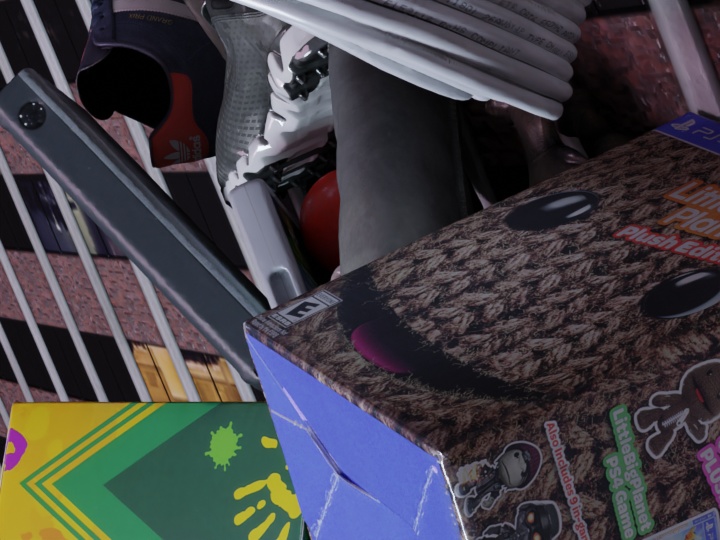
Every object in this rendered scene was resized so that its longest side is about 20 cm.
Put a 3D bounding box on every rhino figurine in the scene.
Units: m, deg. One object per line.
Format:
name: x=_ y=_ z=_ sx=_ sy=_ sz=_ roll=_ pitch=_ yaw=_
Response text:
rhino figurine: x=0.095 y=0.013 z=1.190 sx=0.088 sy=0.059 sz=0.201 roll=54 pitch=161 yaw=40

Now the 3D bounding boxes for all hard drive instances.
hard drive: x=-0.099 y=-0.013 z=1.502 sx=0.200 sy=0.033 sz=0.140 roll=46 pitch=180 yaw=11

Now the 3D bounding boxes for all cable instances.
cable: x=-0.012 y=-0.117 z=1.015 sx=0.199 sy=0.070 sz=0.200 roll=23 pitch=-175 yaw=-14

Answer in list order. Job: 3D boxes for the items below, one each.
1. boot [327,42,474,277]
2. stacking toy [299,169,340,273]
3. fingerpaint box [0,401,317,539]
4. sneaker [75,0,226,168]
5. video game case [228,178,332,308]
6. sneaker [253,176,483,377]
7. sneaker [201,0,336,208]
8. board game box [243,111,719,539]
boot: x=0.004 y=-0.067 z=1.150 sx=0.182 sy=0.072 sz=0.201 roll=53 pitch=-148 yaw=-39
stacking toy: x=0.028 y=0.035 z=1.384 sx=0.201 sy=0.085 sz=0.086 roll=63 pitch=162 yaw=22
fingerpaint box: x=-0.023 y=0.107 z=1.200 sx=0.166 sy=0.199 sz=0.074 roll=-2 pitch=76 yaw=38
sneaker: x=-0.126 y=-0.132 z=1.566 sx=0.200 sy=0.084 sz=0.075 roll=51 pitch=158 yaw=36
video game case: x=-0.004 y=0.066 z=1.437 sx=0.200 sy=0.022 sz=0.183 roll=53 pitch=-165 yaw=-70
sneaker: x=0.000 y=0.000 z=1.267 sx=0.201 sy=0.115 sz=0.076 roll=-103 pitch=-12 yaw=-55
sneaker: x=-0.040 y=-0.102 z=1.409 sx=0.091 sy=0.066 sz=0.200 roll=62 pitch=158 yaw=17
board game box: x=0.087 y=0.040 z=1.021 sx=0.159 sy=0.199 sz=0.097 roll=28 pitch=139 yaw=60
